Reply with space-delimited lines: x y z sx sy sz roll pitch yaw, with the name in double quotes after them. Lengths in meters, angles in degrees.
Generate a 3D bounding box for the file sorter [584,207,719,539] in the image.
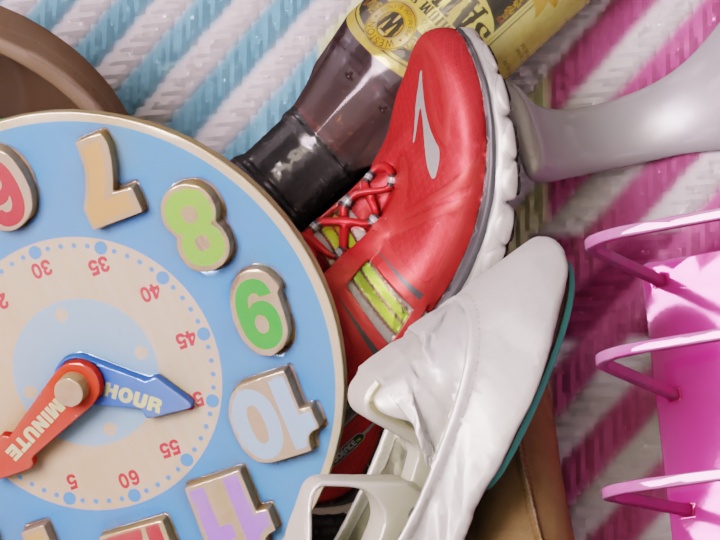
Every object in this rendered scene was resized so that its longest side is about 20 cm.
0.165 0.076 1.063 0.139 0.125 0.200 -10 78 22 "file sorter"

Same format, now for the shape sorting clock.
-0.104 0.039 1.086 0.200 0.039 0.200 3 108 9 "shape sorting clock"

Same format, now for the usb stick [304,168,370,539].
-0.003 0.039 1.192 0.055 0.033 0.200 -2 81 14 "usb stick"

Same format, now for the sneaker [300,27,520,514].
0.000 0.000 1.108 0.077 0.085 0.200 41 115 65 "sneaker"

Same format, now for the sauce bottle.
0.028 -0.089 1.162 0.200 0.066 0.066 -45 68 -3 "sauce bottle"

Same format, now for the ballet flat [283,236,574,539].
0.016 0.074 1.051 0.069 0.069 0.200 22 89 24 "ballet flat"

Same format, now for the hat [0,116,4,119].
-0.189 0.055 1.138 0.200 0.166 0.176 -20 38 15 "hat"

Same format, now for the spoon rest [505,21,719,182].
0.156 -0.081 1.138 0.200 0.061 0.099 -17 76 6 "spoon rest"

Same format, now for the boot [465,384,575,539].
0.055 0.150 1.100 0.200 0.066 0.175 -105 27 -52 "boot"

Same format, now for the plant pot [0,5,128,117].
-0.187 -0.052 1.225 0.201 0.201 0.093 -22 37 18 "plant pot"
